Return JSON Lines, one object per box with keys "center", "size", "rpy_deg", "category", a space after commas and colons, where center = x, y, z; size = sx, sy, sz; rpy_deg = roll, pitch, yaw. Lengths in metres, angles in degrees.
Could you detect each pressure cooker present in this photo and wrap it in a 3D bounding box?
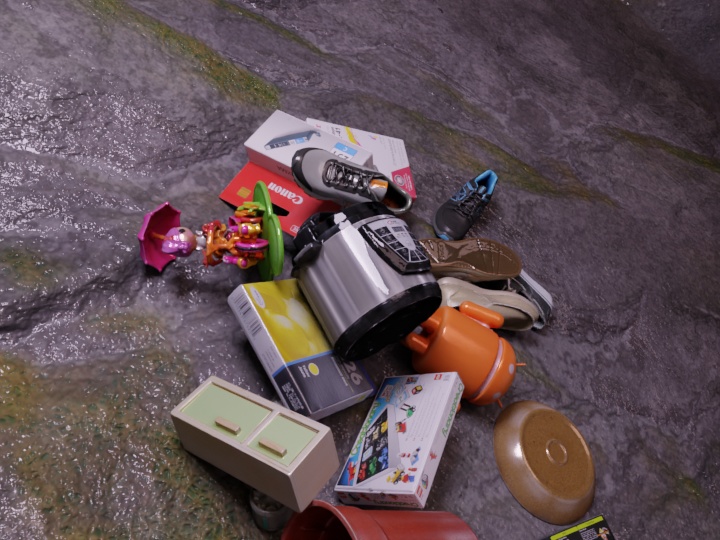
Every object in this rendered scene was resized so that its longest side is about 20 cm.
{"center": [-0.002, 0.002, 0.928], "size": [0.177, 0.176, 0.202], "rpy_deg": [-27, 70, -11], "category": "pressure cooker"}

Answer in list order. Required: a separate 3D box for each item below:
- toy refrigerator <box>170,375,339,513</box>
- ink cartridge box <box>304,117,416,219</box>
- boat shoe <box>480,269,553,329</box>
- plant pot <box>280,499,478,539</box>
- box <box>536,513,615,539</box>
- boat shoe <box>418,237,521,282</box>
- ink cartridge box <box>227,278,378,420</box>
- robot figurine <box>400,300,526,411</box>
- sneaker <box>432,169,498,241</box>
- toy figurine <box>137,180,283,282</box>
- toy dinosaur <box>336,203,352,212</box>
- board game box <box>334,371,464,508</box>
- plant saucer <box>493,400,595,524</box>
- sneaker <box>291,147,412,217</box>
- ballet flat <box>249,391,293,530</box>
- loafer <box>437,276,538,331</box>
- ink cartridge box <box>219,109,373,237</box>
{"center": [-0.127, 0.196, 0.781], "size": [0.198, 0.071, 0.076], "rpy_deg": [16, 40, 34], "category": "toy refrigerator"}
{"center": [-0.013, -0.174, 1.184], "size": [0.197, 0.086, 0.150], "rpy_deg": [8, 53, -25], "category": "ink cartridge box"}
{"center": [0.271, 0.033, 1.204], "size": [0.198, 0.072, 0.071], "rpy_deg": [32, 43, -8], "category": "boat shoe"}
{"center": [0.033, 0.363, 0.758], "size": [0.193, 0.201, 0.203], "rpy_deg": [9, 53, -34], "category": "plant pot"}
{"center": [0.310, 0.467, 0.930], "size": [0.197, 0.048, 0.195], "rpy_deg": [-6, 58, -32], "category": "box"}
{"center": [0.180, -0.011, 1.158], "size": [0.196, 0.065, 0.073], "rpy_deg": [4, 61, -5], "category": "boat shoe"}
{"center": [-0.066, 0.102, 0.937], "size": [0.199, 0.047, 0.199], "rpy_deg": [-9, 61, -55], "category": "ink cartridge box"}
{"center": [0.160, 0.132, 1.038], "size": [0.198, 0.117, 0.145], "rpy_deg": [30, 47, -7], "category": "robot figurine"}
{"center": [0.202, -0.128, 1.276], "size": [0.073, 0.082, 0.201], "rpy_deg": [38, 48, -2], "category": "sneaker"}
{"center": [-0.215, -0.040, 0.927], "size": [0.181, 0.153, 0.200], "rpy_deg": [-6, 17, -19], "category": "toy figurine"}
{"center": [0.010, -0.052, 1.097], "size": [0.134, 0.086, 0.203], "rpy_deg": [-2, 67, -32], "category": "toy dinosaur"}
{"center": [0.057, 0.225, 0.906], "size": [0.035, 0.125, 0.201], "rpy_deg": [58, 40, -27], "category": "board game box"}
{"center": [0.304, 0.295, 1.058], "size": [0.197, 0.036, 0.203], "rpy_deg": [16, 51, -19], "category": "plant saucer"}
{"center": [-0.009, -0.130, 0.972], "size": [0.198, 0.079, 0.075], "rpy_deg": [21, 73, -24], "category": "sneaker"}
{"center": [-0.098, 0.224, 0.850], "size": [0.066, 0.064, 0.202], "rpy_deg": [3, 52, 5], "category": "ballet flat"}
{"center": [0.214, 0.073, 1.147], "size": [0.197, 0.076, 0.069], "rpy_deg": [15, 52, -8], "category": "loafer"}
{"center": [-0.105, -0.153, 1.058], "size": [0.198, 0.045, 0.177], "rpy_deg": [27, 64, 21], "category": "ink cartridge box"}
